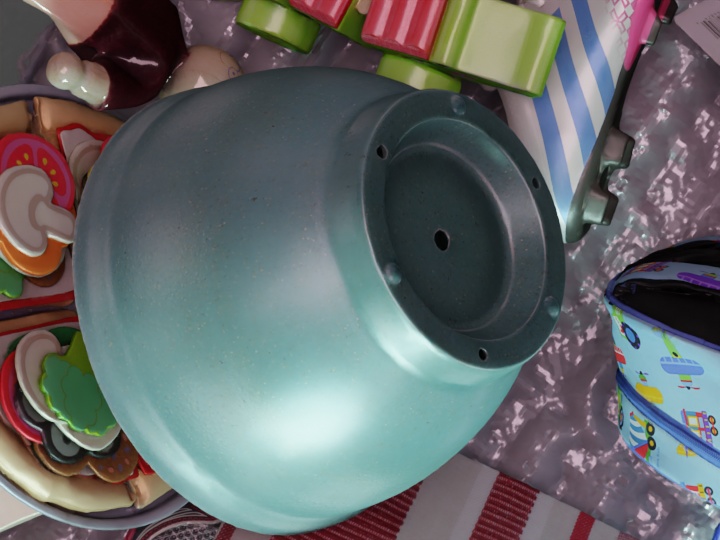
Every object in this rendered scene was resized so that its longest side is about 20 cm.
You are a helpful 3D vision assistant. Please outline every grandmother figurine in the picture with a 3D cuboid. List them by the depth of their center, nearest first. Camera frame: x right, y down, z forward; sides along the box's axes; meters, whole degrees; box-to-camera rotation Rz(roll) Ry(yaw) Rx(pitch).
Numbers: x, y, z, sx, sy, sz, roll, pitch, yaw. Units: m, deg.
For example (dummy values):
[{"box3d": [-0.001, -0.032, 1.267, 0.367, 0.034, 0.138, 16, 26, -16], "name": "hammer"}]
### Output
[{"box3d": [-0.116, -0.117, 1.062, 0.060, 0.121, 0.200, -28, 125, 36], "name": "grandmother figurine"}]

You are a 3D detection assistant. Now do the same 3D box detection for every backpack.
[{"box3d": [0.196, 0.066, 1.026, 0.200, 0.183, 0.135, 18, 108, 17], "name": "backpack"}]

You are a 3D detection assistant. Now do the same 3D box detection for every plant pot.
[{"box3d": [0.000, 0.000, 1.002, 0.134, 0.200, 0.201, -20, 89, 43], "name": "plant pot"}]

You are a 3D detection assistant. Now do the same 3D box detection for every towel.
[{"box3d": [0.038, 0.138, 1.058, 0.200, 0.144, 0.023, 26, 129, 3], "name": "towel"}]

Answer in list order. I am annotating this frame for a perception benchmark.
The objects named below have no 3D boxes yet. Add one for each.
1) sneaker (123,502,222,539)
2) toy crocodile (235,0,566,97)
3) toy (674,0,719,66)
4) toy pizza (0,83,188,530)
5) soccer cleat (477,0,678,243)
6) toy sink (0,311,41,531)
[{"box3d": [-0.013, 0.152, 1.084, 0.199, 0.075, 0.081, 18, 91, 4], "name": "sneaker"}, {"box3d": [-0.001, -0.122, 1.073, 0.200, 0.062, 0.068, 24, 92, 27], "name": "toy crocodile"}, {"box3d": [0.240, -0.060, 1.055, 0.115, 0.047, 0.200, -28, 63, -21], "name": "toy"}, {"box3d": [-0.115, 0.012, 1.039, 0.032, 0.200, 0.201, -20, 89, 38], "name": "toy pizza"}, {"box3d": [0.095, -0.113, 1.081, 0.086, 0.070, 0.201, 18, 89, 10], "name": "soccer cleat"}, {"box3d": [-0.214, 0.027, 1.077, 0.130, 0.112, 0.200, -23, 94, 3], "name": "toy sink"}]
